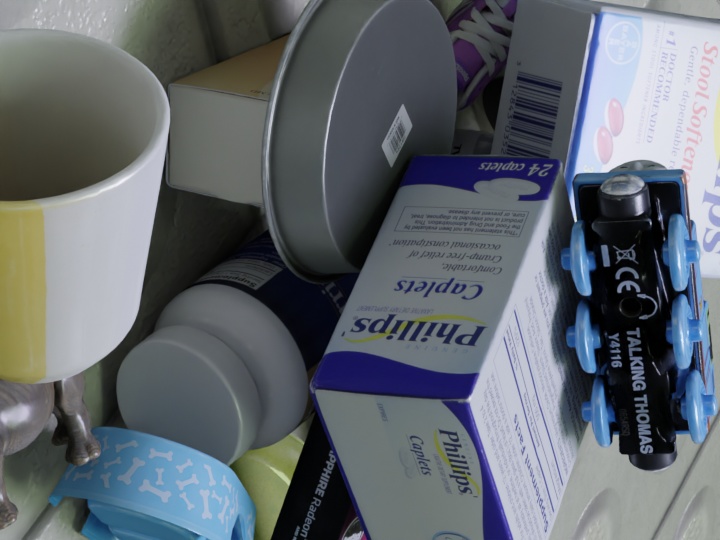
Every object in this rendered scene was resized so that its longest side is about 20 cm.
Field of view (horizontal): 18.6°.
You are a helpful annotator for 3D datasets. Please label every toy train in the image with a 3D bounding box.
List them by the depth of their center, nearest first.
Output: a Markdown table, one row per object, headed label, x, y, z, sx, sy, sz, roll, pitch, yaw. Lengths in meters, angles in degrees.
| label | x | y | z | sx | sy | sz | roll | pitch | yaw |
| --- | --- | --- | --- | --- | --- | --- | --- | --- | --- |
| toy train | 0.175 | 0.023 | 1.366 | 0.114 | 0.087 | 0.200 | -65 | 148 | -61 |

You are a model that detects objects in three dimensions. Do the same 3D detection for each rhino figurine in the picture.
| label | x | y | z | sx | sy | sz | roll | pitch | yaw |
| --- | --- | --- | --- | --- | --- | --- | --- | --- | --- |
| rhino figurine | -0.217 | 0.096 | 1.213 | 0.200 | 0.060 | 0.088 | -39 | 120 | -49 |

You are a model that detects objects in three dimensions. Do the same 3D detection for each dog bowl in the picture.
| label | x | y | z | sx | sy | sz | roll | pitch | yaw |
| --- | --- | --- | --- | --- | --- | --- | --- | --- | --- |
| dog bowl | -0.121 | 0.144 | 1.353 | 0.200 | 0.111 | 0.050 | 74 | 31 | -70 |

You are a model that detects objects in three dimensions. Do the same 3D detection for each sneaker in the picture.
| label | x | y | z | sx | sy | sz | roll | pitch | yaw |
| --- | --- | --- | --- | --- | --- | --- | --- | --- | --- |
| sneaker | 0.108 | -0.182 | 1.601 | 0.200 | 0.073 | 0.114 | -49 | -177 | 46 |

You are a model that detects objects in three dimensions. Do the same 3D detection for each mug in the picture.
| label | x | y | z | sx | sy | sz | roll | pitch | yaw |
| --- | --- | --- | --- | --- | --- | --- | --- | --- | --- |
| mug | -0.192 | -0.023 | 1.154 | 0.149 | 0.186 | 0.153 | -95 | -174 | -48 |

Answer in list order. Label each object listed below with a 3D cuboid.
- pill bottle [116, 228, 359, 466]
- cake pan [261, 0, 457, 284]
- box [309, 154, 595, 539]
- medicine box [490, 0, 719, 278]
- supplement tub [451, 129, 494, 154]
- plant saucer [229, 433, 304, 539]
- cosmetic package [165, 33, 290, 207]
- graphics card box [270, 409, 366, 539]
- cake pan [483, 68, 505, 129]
| label | x | y | z | sx | sy | sz | roll | pitch | yaw |
| --- | --- | --- | --- | --- | --- | --- | --- | --- | --- |
| pill bottle | -0.064 | 0.046 | 1.432 | 0.200 | 0.116 | 0.116 | -39 | 137 | -50 |
| cake pan | 0.005 | -0.087 | 1.356 | 0.200 | 0.037 | 0.200 | -36 | 132 | -53 |
| box | 0.067 | 0.062 | 1.350 | 0.184 | 0.105 | 0.200 | 71 | 32 | -42 |
| medicine box | 0.202 | -0.095 | 1.575 | 0.200 | 0.103 | 0.182 | 4 | 101 | -31 |
| supplement tub | 0.092 | 0.000 | 1.715 | 0.123 | 0.122 | 0.200 | 29 | 78 | -64 |
| plant saucer | -0.067 | 0.206 | 1.530 | 0.200 | 0.031 | 0.200 | 27 | 55 | -46 |
| cosmetic package | -0.030 | -0.104 | 1.433 | 0.200 | 0.105 | 0.071 | -33 | 130 | -56 |
| graphics card box | -0.007 | 0.155 | 1.457 | 0.125 | 0.051 | 0.200 | -9 | 122 | -66 |
| cake pan | 0.178 | -0.108 | 1.736 | 0.037 | 0.200 | 0.200 | -54 | 149 | -19 |
